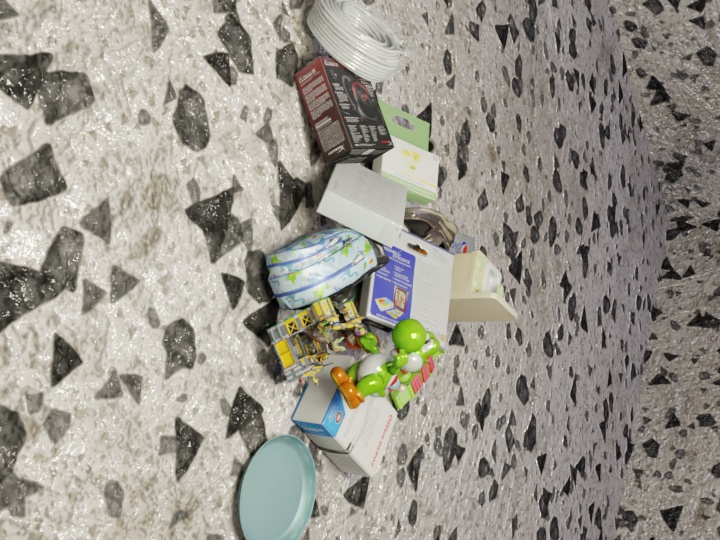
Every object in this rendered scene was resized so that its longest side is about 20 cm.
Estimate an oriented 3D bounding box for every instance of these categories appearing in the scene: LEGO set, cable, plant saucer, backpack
[{"bbox_3d":[-0.063,0.130,1.277,0.117,0.152,0.200,65,6,11],"label":"LEGO set"},{"bbox_3d":[-0.011,-0.445,1.402,0.200,0.069,0.200,45,30,3],"label":"cable"},{"bbox_3d":[-0.148,0.387,1.282,0.199,0.027,0.205,2,87,-54],"label":"plant saucer"},{"bbox_3d":[-0.074,-0.005,1.307,0.200,0.162,0.155,-46,118,-32],"label":"backpack"}]

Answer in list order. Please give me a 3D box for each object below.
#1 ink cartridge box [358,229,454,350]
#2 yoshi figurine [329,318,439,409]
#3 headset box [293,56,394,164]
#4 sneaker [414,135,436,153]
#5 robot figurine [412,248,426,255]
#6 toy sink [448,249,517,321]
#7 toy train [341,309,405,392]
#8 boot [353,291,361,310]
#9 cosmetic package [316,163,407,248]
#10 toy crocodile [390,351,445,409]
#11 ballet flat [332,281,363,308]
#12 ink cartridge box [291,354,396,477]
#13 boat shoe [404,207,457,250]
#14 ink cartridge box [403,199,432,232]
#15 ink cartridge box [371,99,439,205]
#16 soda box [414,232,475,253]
[{"bbox_3d":[0.092,0.031,1.436,0.195,0.047,0.203,23,60,-28],"label":"ink cartridge box"},{"bbox_3d":[0.043,0.149,1.292,0.114,0.198,0.112,59,-9,14],"label":"yoshi figurine"},{"bbox_3d":[-0.032,-0.310,1.397,0.148,0.074,0.203,-14,83,-54],"label":"headset box"},{"bbox_3d":[0.095,-0.273,1.608,0.199,0.078,0.076,-16,103,-52],"label":"sneaker"},{"bbox_3d":[0.128,0.062,1.658,0.145,0.057,0.203,36,60,-47],"label":"robot figurine"},{"bbox_3d":[0.233,0.034,1.590,0.130,0.197,0.114,36,60,-46],"label":"toy sink"},{"bbox_3d":[0.016,0.160,1.424,0.151,0.055,0.200,56,2,-17],"label":"toy train"},{"bbox_3d":[0.078,0.026,1.517,0.199,0.142,0.074,-35,118,-48],"label":"boot"},{"bbox_3d":[0.008,-0.132,1.365,0.052,0.149,0.201,-60,-173,26],"label":"cosmetic package"},{"bbox_3d":[0.127,0.232,1.649,0.200,0.061,0.069,-45,124,-45],"label":"toy crocodile"},{"bbox_3d":[0.000,0.000,1.452,0.069,0.068,0.200,49,58,-3],"label":"ballet flat"},{"bbox_3d":[-0.025,0.279,1.410,0.201,0.083,0.147,56,47,-37],"label":"ink cartridge box"},{"bbox_3d":[0.148,-0.082,1.566,0.199,0.073,0.075,21,73,-51],"label":"boat shoe"},{"bbox_3d":[0.078,-0.123,1.588,0.199,0.066,0.118,-25,109,-52],"label":"ink cartridge box"},{"bbox_3d":[0.096,-0.252,1.537,0.144,0.048,0.204,18,67,-29],"label":"ink cartridge box"},{"bbox_3d":[0.205,-0.057,1.769,0.199,0.063,0.070,10,79,-55],"label":"soda box"}]
